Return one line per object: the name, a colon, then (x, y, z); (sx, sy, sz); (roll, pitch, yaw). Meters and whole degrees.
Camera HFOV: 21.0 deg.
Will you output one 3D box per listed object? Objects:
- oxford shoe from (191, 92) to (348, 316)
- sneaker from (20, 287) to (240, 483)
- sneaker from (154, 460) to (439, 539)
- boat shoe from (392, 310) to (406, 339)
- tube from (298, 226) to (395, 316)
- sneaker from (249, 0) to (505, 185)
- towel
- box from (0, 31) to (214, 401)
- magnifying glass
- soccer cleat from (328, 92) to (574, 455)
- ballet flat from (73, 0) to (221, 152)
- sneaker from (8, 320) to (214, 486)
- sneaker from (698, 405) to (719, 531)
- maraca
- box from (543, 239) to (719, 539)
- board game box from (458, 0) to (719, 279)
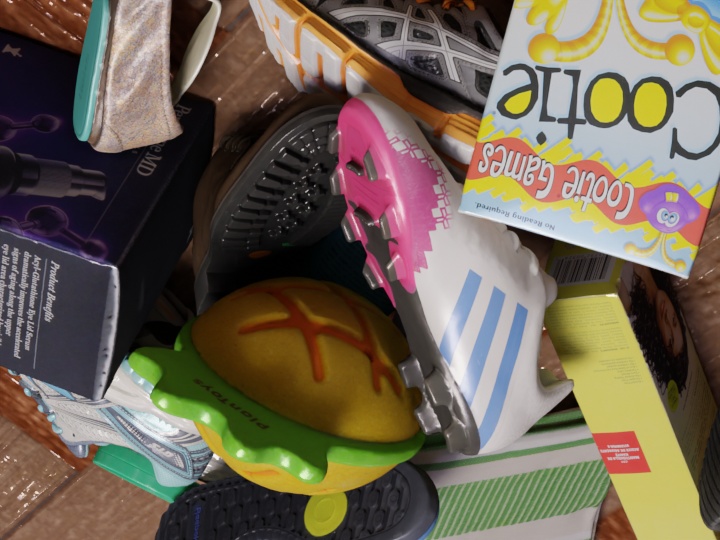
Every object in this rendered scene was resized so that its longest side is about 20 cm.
oxford shoe: (-0.053, -0.046, 1.019); (0.072, 0.085, 0.200); (-1, 155, -24)
sneaker: (-0.107, 0.059, 1.154); (0.199, 0.076, 0.092); (19, 130, 3)
sneaker: (-0.024, 0.148, 1.100); (0.200, 0.066, 0.078); (-17, 142, 38)
boat shoe: (0.036, 0.072, 1.113); (0.056, 0.069, 0.200); (-9, 151, -25)
tube: (0.000, 0.000, 1.077); (0.077, 0.051, 0.200); (32, 130, -16)
sneaker: (0.030, -0.102, 0.957); (0.200, 0.077, 0.078); (33, 166, 10)
towel: (0.073, 0.159, 1.153); (0.152, 0.023, 0.200); (-9, 137, -17)
box: (-0.197, -0.042, 1.047); (0.199, 0.148, 0.105); (18, 133, 4)
magnifying glass: (-0.083, 0.152, 1.214); (0.200, 0.022, 0.079); (35, 167, -36)
soccer cleat: (0.048, -0.006, 0.953); (0.070, 0.086, 0.201); (33, 145, 60)
ballet flat: (-0.100, -0.151, 0.968); (0.067, 0.068, 0.201); (1, 125, -17)
sneaker: (-0.165, 0.059, 1.100); (0.199, 0.078, 0.087); (27, 116, 17)
sneaker: (0.245, 0.062, 0.989); (0.088, 0.074, 0.200); (22, 115, -12)
maraca: (-0.038, 0.062, 0.991); (0.137, 0.200, 0.107); (28, 105, 18)
box: (0.155, 0.068, 1.054); (0.050, 0.075, 0.200); (-7, 128, 27)
board game box: (0.121, -0.113, 0.826); (0.104, 0.103, 0.201); (16, 103, 7)
